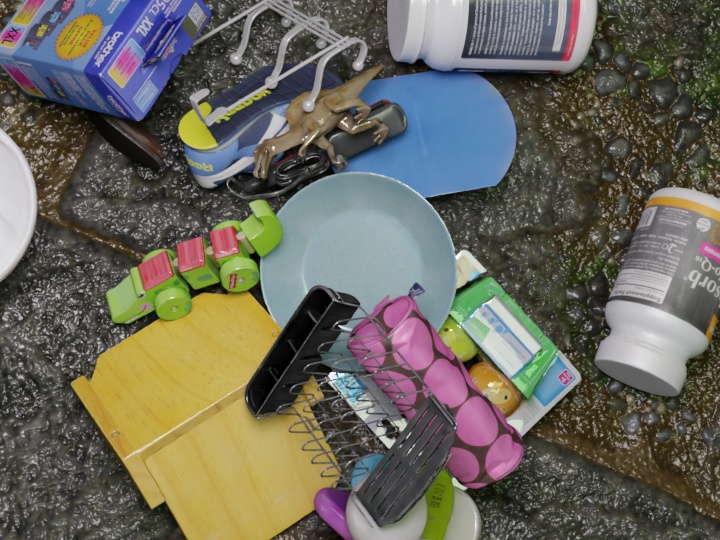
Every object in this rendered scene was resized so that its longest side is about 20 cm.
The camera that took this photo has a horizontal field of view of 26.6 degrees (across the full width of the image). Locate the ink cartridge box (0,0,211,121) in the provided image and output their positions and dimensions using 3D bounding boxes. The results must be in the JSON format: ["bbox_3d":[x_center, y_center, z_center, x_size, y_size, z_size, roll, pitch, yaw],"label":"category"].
[{"bbox_3d":[-0.239,-0.226,1.458,0.200,0.076,0.137,17,68,36],"label":"ink cartridge box"}]

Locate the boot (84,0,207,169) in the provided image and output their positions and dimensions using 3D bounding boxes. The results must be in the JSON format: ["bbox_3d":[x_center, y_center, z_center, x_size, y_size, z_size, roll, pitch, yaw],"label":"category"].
[{"bbox_3d":[-0.214,-0.229,1.577,0.186,0.064,0.200,43,72,1],"label":"boot"}]

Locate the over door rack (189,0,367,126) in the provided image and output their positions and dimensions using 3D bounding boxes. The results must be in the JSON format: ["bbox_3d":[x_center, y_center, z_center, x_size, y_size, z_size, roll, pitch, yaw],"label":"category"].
[{"bbox_3d":[-0.114,-0.203,1.519,0.200,0.148,0.067,-25,130,-28],"label":"over door rack"}]

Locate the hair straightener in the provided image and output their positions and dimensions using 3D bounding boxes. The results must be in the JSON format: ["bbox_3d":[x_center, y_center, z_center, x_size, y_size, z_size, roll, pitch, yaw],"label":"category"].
[{"bbox_3d":[-0.042,-0.121,1.546,0.200,0.077,0.041,-23,106,-13],"label":"hair straightener"}]

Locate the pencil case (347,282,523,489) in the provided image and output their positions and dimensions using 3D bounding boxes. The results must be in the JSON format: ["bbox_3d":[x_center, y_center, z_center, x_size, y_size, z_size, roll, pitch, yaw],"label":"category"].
[{"bbox_3d":[0.076,0.115,1.475,0.091,0.094,0.200,-35,106,5],"label":"pencil case"}]

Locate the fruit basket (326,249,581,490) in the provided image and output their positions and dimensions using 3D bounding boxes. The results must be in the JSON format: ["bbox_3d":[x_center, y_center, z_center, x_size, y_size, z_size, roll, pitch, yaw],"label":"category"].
[{"bbox_3d":[0.098,0.110,1.560,0.200,0.094,0.185,-42,90,-10],"label":"fruit basket"}]

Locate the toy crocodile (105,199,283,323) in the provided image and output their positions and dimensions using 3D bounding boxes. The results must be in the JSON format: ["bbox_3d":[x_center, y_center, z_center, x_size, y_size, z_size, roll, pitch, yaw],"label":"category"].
[{"bbox_3d":[-0.167,-0.006,1.521,0.200,0.062,0.068,-24,54,10],"label":"toy crocodile"}]

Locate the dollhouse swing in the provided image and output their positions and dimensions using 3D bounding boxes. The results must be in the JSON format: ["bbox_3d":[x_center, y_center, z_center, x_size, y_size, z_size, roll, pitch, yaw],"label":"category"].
[{"bbox_3d":[-0.146,0.160,1.537,0.200,0.176,0.182,-33,46,-13],"label":"dollhouse swing"}]

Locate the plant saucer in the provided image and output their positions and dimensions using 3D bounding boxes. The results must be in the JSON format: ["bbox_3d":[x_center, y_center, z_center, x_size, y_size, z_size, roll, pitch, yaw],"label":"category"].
[{"bbox_3d":[0.000,0.000,1.532,0.201,0.039,0.201,1,96,10],"label":"plant saucer"}]

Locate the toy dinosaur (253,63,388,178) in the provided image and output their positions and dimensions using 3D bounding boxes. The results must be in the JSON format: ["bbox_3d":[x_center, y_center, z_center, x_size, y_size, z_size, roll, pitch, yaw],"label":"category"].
[{"bbox_3d":[-0.024,-0.160,1.520,0.101,0.058,0.200,30,60,37],"label":"toy dinosaur"}]

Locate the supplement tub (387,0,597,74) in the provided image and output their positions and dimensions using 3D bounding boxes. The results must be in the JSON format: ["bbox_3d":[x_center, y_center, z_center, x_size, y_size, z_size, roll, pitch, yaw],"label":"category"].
[{"bbox_3d":[0.137,-0.279,1.606,0.200,0.140,0.141,0,81,-11],"label":"supplement tub"}]

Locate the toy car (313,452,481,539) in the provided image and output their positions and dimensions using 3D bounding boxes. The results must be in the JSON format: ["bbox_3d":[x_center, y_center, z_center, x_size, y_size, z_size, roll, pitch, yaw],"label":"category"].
[{"bbox_3d":[0.011,0.269,1.495,0.150,0.175,0.200,25,91,35],"label":"toy car"}]

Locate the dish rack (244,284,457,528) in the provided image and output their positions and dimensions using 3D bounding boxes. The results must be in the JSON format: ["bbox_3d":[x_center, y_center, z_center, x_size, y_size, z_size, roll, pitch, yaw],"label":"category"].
[{"bbox_3d":[-0.006,0.129,1.385,0.055,0.153,0.200,-1,42,-48],"label":"dish rack"}]

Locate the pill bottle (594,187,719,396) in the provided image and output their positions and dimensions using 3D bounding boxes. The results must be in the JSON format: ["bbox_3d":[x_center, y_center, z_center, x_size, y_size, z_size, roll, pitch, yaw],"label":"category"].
[{"bbox_3d":[0.326,0.023,1.602,0.116,0.116,0.200,25,78,-5],"label":"pill bottle"}]

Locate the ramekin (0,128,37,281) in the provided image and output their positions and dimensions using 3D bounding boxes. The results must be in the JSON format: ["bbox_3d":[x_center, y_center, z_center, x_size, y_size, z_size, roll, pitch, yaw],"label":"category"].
[{"bbox_3d":[-0.418,-0.056,1.494,0.202,0.094,0.203,2,81,-9],"label":"ramekin"}]

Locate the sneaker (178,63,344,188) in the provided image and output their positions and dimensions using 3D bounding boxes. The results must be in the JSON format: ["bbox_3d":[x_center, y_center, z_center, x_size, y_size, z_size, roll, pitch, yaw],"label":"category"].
[{"bbox_3d":[-0.103,-0.152,1.581,0.200,0.082,0.074,-29,50,-28],"label":"sneaker"}]

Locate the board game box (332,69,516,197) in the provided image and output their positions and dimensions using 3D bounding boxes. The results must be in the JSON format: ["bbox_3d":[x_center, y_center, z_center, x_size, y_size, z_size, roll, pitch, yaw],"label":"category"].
[{"bbox_3d":[0.064,-0.135,1.616,0.200,0.039,0.158,-10,60,-3],"label":"board game box"}]
